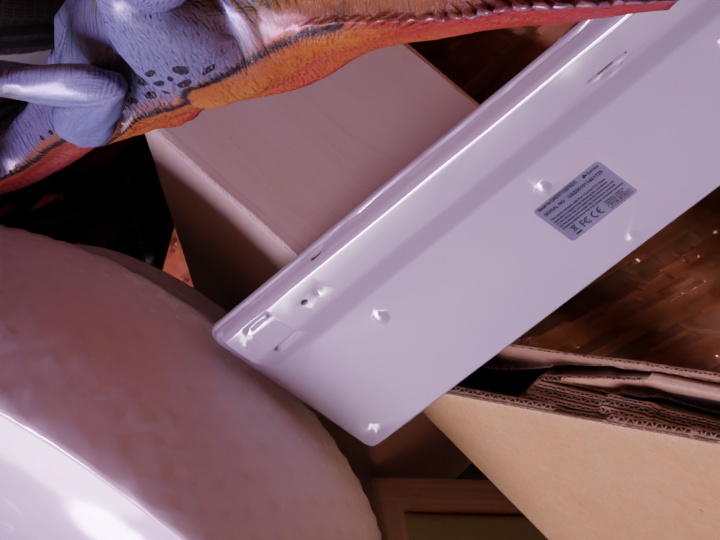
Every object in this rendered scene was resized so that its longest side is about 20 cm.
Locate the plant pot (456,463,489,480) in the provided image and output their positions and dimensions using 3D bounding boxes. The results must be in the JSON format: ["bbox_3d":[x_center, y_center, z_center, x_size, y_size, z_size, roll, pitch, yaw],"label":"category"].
[{"bbox_3d":[-0.027,0.095,0.992,0.200,0.200,0.174,25,144,5],"label":"plant pot"}]

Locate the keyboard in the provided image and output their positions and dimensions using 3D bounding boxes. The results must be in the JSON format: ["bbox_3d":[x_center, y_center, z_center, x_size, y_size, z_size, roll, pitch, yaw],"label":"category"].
[{"bbox_3d":[0.047,-0.021,0.666,0.056,0.011,0.200,32,128,-27],"label":"keyboard"}]

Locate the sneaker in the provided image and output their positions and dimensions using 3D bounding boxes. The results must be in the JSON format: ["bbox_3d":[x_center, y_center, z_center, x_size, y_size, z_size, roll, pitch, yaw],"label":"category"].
[{"bbox_3d":[-0.092,-0.037,0.829,0.077,0.084,0.200,-9,156,12],"label":"sneaker"}]

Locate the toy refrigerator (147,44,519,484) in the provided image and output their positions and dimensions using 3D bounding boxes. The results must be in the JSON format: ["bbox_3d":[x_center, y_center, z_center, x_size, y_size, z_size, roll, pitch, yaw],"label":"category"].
[{"bbox_3d":[0.000,0.000,0.817,0.076,0.070,0.200,41,166,20],"label":"toy refrigerator"}]

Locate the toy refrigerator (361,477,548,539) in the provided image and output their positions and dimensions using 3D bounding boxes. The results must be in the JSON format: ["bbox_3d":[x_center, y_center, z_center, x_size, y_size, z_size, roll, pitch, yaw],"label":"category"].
[{"bbox_3d":[0.078,0.111,0.876,0.200,0.076,0.070,6,152,-34],"label":"toy refrigerator"}]

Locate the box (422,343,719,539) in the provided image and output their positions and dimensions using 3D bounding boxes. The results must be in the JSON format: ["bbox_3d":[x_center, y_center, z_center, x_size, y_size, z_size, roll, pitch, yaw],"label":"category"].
[{"bbox_3d":[0.121,0.089,0.738,0.163,0.021,0.200,8,149,49],"label":"box"}]

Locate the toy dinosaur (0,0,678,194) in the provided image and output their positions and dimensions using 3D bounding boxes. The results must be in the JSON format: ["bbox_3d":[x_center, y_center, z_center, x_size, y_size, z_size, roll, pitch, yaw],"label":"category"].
[{"bbox_3d":[-0.054,-0.047,0.668,0.200,0.105,0.182,39,143,12],"label":"toy dinosaur"}]

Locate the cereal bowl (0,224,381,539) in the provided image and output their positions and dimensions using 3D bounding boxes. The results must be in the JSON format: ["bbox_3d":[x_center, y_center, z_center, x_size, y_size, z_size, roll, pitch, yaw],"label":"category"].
[{"bbox_3d":[-0.073,0.054,0.789,0.200,0.083,0.200,27,153,15],"label":"cereal bowl"}]
